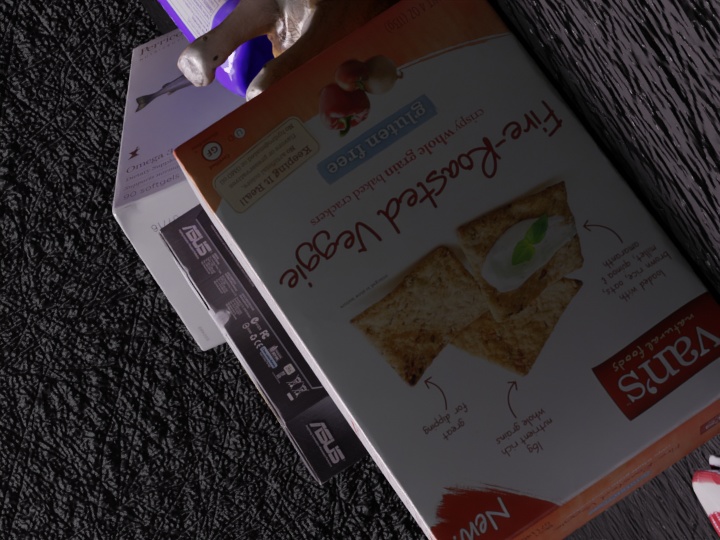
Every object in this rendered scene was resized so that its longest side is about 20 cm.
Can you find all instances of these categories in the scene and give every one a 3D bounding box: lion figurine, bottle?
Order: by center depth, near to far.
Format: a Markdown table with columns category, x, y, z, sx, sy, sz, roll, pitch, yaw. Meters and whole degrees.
| category | x | y | z | sx | sy | sz | roll | pitch | yaw |
| --- | --- | --- | --- | --- | --- | --- | --- | --- | --- |
| lion figurine | -0.026 | -0.142 | 0.893 | 0.072 | 0.122 | 0.200 | 25 | 142 | 32 |
| bottle | -0.078 | -0.172 | 1.269 | 0.200 | 0.083 | 0.065 | 54 | 141 | 45 |

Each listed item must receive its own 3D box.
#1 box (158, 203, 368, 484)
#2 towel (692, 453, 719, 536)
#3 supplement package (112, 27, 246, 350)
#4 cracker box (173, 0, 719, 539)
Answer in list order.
| category | x | y | z | sx | sy | sz | roll | pitch | yaw |
| --- | --- | --- | --- | --- | --- | --- | --- | --- | --- |
| box | 0.000 | 0.000 | 1.154 | 0.200 | 0.158 | 0.048 | 51 | 172 | 51 |
| towel | 0.209 | 0.167 | 0.931 | 0.200 | 0.023 | 0.144 | 57 | 176 | 0 |
| supplement package | -0.072 | -0.068 | 1.385 | 0.117 | 0.117 | 0.200 | 59 | -165 | -31 |
| cracker box | 0.039 | 0.002 | 0.837 | 0.200 | 0.134 | 0.058 | 55 | 175 | 19 |
